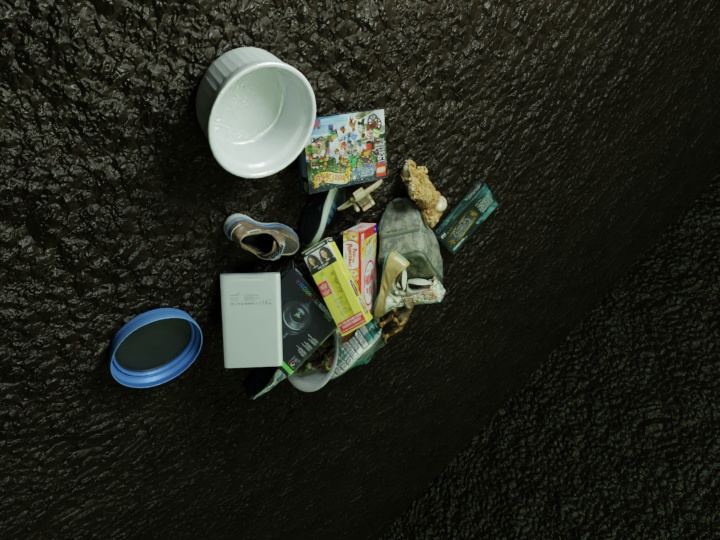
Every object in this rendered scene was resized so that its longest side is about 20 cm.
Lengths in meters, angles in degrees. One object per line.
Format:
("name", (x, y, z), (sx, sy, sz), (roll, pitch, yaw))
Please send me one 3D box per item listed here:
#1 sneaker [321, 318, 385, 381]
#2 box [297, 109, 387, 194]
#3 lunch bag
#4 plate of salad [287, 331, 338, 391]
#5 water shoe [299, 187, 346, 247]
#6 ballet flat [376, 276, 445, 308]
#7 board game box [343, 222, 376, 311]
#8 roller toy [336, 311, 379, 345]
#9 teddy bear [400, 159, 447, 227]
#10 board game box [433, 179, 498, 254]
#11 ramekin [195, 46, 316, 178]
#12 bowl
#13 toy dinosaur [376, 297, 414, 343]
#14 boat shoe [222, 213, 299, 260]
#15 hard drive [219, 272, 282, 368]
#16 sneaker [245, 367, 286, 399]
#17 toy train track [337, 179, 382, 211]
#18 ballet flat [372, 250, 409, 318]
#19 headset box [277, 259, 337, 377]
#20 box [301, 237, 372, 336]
("sneaker", (-0.013, 0.216, 1.385), (0.198, 0.078, 0.092), (-38, 138, -1))
("box", (-0.035, -0.243, 1.109), (0.196, 0.037, 0.141), (-18, 112, -32))
("lunch bag", (0.127, -0.067, 1.396), (0.135, 0.173, 0.200), (-9, 151, 23))
("plate of salad", (-0.135, 0.197, 1.371), (0.047, 0.201, 0.202), (13, 118, -51))
("water shoe", (-0.069, -0.137, 1.205), (0.077, 0.072, 0.204), (-4, 130, -43))
("ballet flat", (0.116, 0.053, 1.386), (0.194, 0.076, 0.065), (-11, 120, 17))
("board game box", (0.000, 0.000, 1.299), (0.151, 0.045, 0.207), (-39, 130, -70))
("roller toy", (-0.048, 0.142, 1.454), (0.196, 0.140, 0.186), (-22, 140, -25))
("teddy bear", (0.157, -0.184, 1.324), (0.065, 0.147, 0.201), (-26, 130, 16))
("board game box", (0.306, -0.151, 1.594), (0.201, 0.028, 0.135), (-48, 145, 6))
("ramekin", (-0.181, -0.270, 0.933), (0.196, 0.098, 0.204), (-25, 141, -22))
("bowl", (-0.439, 0.165, 1.182), (0.197, 0.039, 0.204), (-26, 141, -23))
("toy dinosaur", (0.090, 0.132, 1.352), (0.104, 0.061, 0.201), (-25, 164, -21))
("boat shoe", (-0.197, -0.057, 1.160), (0.197, 0.073, 0.073), (11, 121, -49))
("hard drive", (-0.237, 0.109, 1.205), (0.127, 0.025, 0.207), (-1, 101, -6))
("sneaker", (-0.224, 0.274, 1.472), (0.199, 0.076, 0.077), (-42, 141, 1))
("toy train track", (0.009, -0.148, 1.216), (0.113, 0.033, 0.200), (-33, 177, 4))
("ballet flat", (0.072, 0.049, 1.304), (0.069, 0.062, 0.204), (-48, 156, -45))
("headset box", (-0.167, 0.115, 1.276), (0.200, 0.093, 0.175), (-43, 103, 3))
("box", (-0.052, 0.035, 1.212), (0.074, 0.205, 0.050), (-26, 180, 16))
